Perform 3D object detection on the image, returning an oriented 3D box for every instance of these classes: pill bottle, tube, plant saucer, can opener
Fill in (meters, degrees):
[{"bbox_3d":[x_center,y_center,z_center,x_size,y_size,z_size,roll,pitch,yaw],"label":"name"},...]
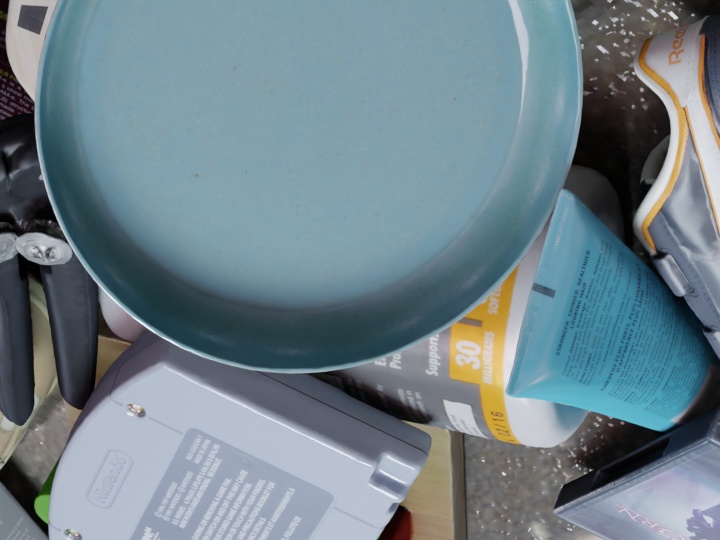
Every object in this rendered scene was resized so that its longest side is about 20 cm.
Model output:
[{"bbox_3d":[0.000,0.000,1.230,0.199,0.117,0.117,10,136,19],"label":"pill bottle"},{"bbox_3d":[0.102,0.027,1.168,0.050,0.078,0.200,8,172,24],"label":"tube"},{"bbox_3d":[-0.019,-0.062,1.071,0.199,0.027,0.201,-4,107,-12],"label":"plant saucer"},{"bbox_3d":[-0.131,0.000,1.201,0.063,0.079,0.200,-10,143,-1],"label":"can opener"}]

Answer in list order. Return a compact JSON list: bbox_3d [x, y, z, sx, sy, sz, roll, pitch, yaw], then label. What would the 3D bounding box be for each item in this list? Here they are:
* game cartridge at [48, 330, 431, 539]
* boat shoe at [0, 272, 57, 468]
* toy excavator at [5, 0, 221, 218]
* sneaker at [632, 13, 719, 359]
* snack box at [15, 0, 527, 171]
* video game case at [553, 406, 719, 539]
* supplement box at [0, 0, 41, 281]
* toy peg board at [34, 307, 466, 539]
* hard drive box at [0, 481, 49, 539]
[{"bbox_3d":[-0.060,0.094,1.257,0.133,0.041,0.200,23,145,-6],"label":"game cartridge"},{"bbox_3d":[-0.179,0.056,1.339,0.072,0.065,0.200,28,149,0],"label":"boat shoe"},{"bbox_3d":[-0.118,-0.136,1.104,0.194,0.100,0.201,21,112,12],"label":"toy excavator"},{"bbox_3d":[0.153,-0.013,1.164,0.079,0.078,0.201,1,122,22],"label":"sneaker"},{"bbox_3d":[-0.029,-0.113,1.140,0.199,0.037,0.117,11,101,15],"label":"snack box"},{"bbox_3d":[0.175,0.112,1.259,0.142,0.019,0.200,27,161,-7],"label":"video game case"},{"bbox_3d":[-0.148,-0.069,1.281,0.109,0.061,0.200,28,140,0],"label":"supplement box"},{"bbox_3d":[-0.059,0.138,1.418,0.199,0.098,0.200,14,137,16],"label":"toy peg board"},{"bbox_3d":[-0.241,0.148,1.531,0.156,0.077,0.200,-10,126,45],"label":"hard drive box"}]
